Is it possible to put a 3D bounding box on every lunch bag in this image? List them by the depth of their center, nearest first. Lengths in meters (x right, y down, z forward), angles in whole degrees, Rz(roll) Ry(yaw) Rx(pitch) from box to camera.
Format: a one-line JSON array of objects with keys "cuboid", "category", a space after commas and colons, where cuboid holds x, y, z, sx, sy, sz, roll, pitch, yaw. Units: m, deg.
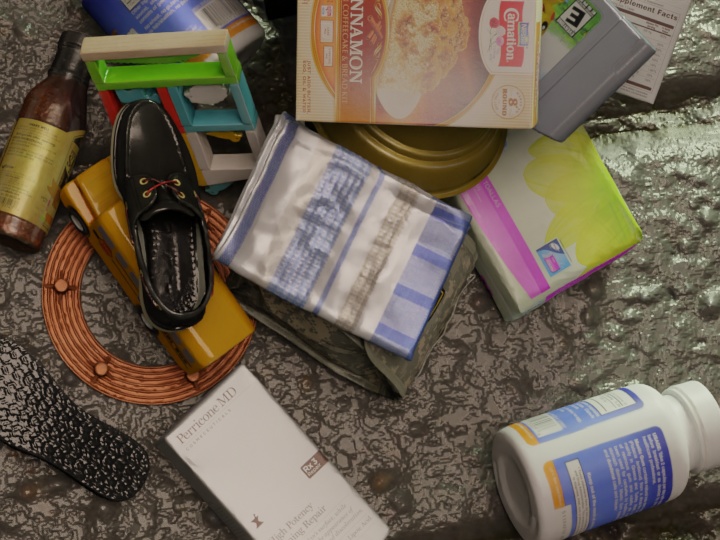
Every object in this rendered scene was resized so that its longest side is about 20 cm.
[{"cuboid": [0.000, 0.000, 1.574, 0.199, 0.118, 0.165, 33, 68, -10], "category": "lunch bag"}]

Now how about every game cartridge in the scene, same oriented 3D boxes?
[{"cuboid": [0.137, -0.213, 1.488, 0.200, 0.040, 0.133, 46, 107, -1], "category": "game cartridge"}]

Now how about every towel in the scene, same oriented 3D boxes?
[{"cuboid": [-0.014, -0.030, 1.499, 0.199, 0.024, 0.148, 28, 75, -8], "category": "towel"}]

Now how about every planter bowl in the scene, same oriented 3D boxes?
[{"cuboid": [0.055, -0.171, 1.553, 0.199, 0.084, 0.202, 8, 63, -17], "category": "planter bowl"}]

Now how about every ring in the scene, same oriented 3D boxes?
[{"cuboid": [-0.188, 0.021, 1.579, 0.199, 0.019, 0.202, 2, 80, -12], "category": "ring"}]

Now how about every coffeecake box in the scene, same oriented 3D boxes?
[{"cuboid": [0.050, -0.199, 1.449, 0.198, 0.073, 0.155, 3, 100, 10], "category": "coffeecake box"}]

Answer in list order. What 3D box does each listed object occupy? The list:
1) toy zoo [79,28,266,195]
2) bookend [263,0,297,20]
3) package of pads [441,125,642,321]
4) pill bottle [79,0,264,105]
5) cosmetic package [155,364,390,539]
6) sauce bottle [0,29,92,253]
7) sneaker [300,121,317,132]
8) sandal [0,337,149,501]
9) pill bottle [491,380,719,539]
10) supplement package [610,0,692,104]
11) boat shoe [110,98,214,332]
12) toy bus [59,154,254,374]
[{"cuboid": [-0.154, -0.132, 1.536, 0.130, 0.201, 0.021, -1, 53, 12], "category": "toy zoo"}, {"cuboid": [-0.016, -0.290, 1.604, 0.197, 0.200, 0.093, -14, 82, -2], "category": "bookend"}, {"cuboid": [0.158, -0.077, 1.647, 0.154, 0.068, 0.201, -29, 87, -15], "category": "package of pads"}, {"cuboid": [-0.189, -0.252, 1.576, 0.112, 0.112, 0.200, -41, 89, -16], "category": "pill bottle"}, {"cuboid": [-0.078, 0.191, 1.543, 0.102, 0.074, 0.200, -43, 92, -17], "category": "cosmetic package"}, {"cuboid": [-0.281, -0.117, 1.561, 0.066, 0.066, 0.201, 21, 77, -7], "category": "sauce bottle"}, {"cuboid": [0.037, -0.168, 1.634, 0.199, 0.079, 0.074, -28, 84, -17], "category": "sneaker"}, {"cuboid": [-0.276, 0.134, 1.529, 0.200, 0.048, 0.076, 41, 72, -15], "category": "sandal"}, {"cuboid": [0.230, 0.170, 1.593, 0.198, 0.112, 0.113, -16, 83, -15], "category": "pill bottle"}, {"cuboid": [0.196, -0.243, 1.607, 0.155, 0.200, 0.112, 17, 102, -9], "category": "supplement package"}, {"cuboid": [-0.164, -0.051, 1.471, 0.073, 0.063, 0.203, -7, 80, -20], "category": "boat shoe"}, {"cuboid": [-0.180, -0.008, 1.531, 0.065, 0.078, 0.201, -36, 93, -22], "category": "toy bus"}]
